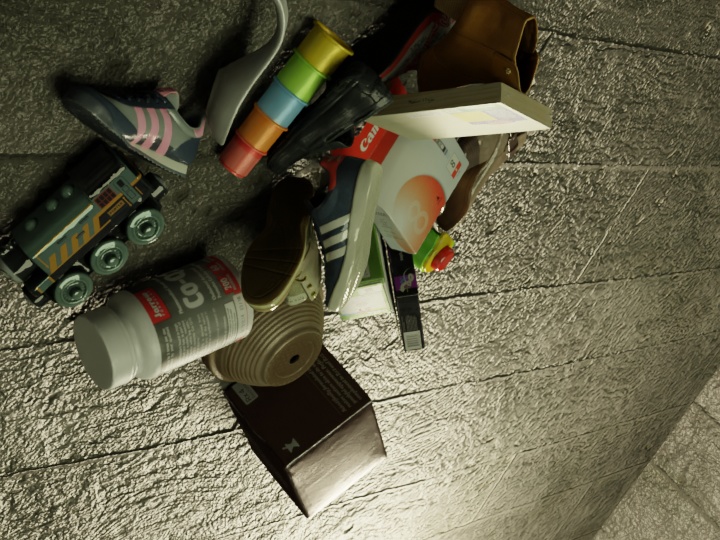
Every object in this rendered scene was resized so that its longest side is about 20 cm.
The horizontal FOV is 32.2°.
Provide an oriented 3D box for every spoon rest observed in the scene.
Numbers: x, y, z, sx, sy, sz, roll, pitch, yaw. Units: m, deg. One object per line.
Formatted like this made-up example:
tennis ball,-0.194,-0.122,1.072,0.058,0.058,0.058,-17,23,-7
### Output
spoon rest,-0.123,-0.227,1.357,0.100,0.060,0.201,-82,-170,-57

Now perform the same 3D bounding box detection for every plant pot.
plant pot,-0.118,0.094,1.743,0.200,0.093,0.202,-32,147,-23

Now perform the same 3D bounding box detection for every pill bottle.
pill bottle,-0.241,0.065,1.530,0.199,0.114,0.114,-23,144,-33

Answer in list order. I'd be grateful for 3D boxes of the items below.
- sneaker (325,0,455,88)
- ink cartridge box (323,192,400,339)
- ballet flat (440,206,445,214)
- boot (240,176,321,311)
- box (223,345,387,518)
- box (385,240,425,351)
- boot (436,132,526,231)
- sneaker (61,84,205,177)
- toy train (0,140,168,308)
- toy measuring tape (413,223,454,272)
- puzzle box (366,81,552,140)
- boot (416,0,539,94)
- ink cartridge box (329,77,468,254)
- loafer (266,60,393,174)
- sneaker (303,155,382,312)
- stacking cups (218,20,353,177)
sneaker,0.052,-0.261,1.542,0.201,0.067,0.108,-47,148,-3
ink cartridge box,0.000,0.000,1.704,0.075,0.149,0.200,-11,152,4
ballet flat,0.093,-0.147,1.739,0.075,0.068,0.200,-50,147,-9
boot,-0.095,0.002,1.593,0.155,0.072,0.201,85,16,-51
box,-0.079,0.236,1.888,0.164,0.166,0.200,-35,149,-14
box,0.057,-0.009,1.740,0.036,0.201,0.143,-8,145,2
boot,0.183,-0.159,1.834,0.146,0.070,0.201,-36,157,-31
sneaker,-0.236,-0.168,1.316,0.082,0.070,0.200,-63,152,-3
toy train,-0.304,-0.048,1.358,0.200,0.085,0.114,-42,138,-2
toy measuring tape,0.095,-0.039,1.846,0.074,0.074,0.200,-47,162,3
puzzle box,0.113,-0.188,1.492,0.133,0.199,0.026,14,78,-55
boot,0.142,-0.238,1.482,0.071,0.144,0.202,-29,142,-31
ink cartridge box,0.055,-0.145,1.605,0.163,0.050,0.200,-58,140,-22
loafer,-0.040,-0.168,1.481,0.200,0.070,0.068,-37,-161,40
sneaker,-0.032,-0.049,1.539,0.075,0.084,0.201,-40,144,-66
stacking cups,-0.094,-0.198,1.460,0.200,0.061,0.060,-48,150,15
